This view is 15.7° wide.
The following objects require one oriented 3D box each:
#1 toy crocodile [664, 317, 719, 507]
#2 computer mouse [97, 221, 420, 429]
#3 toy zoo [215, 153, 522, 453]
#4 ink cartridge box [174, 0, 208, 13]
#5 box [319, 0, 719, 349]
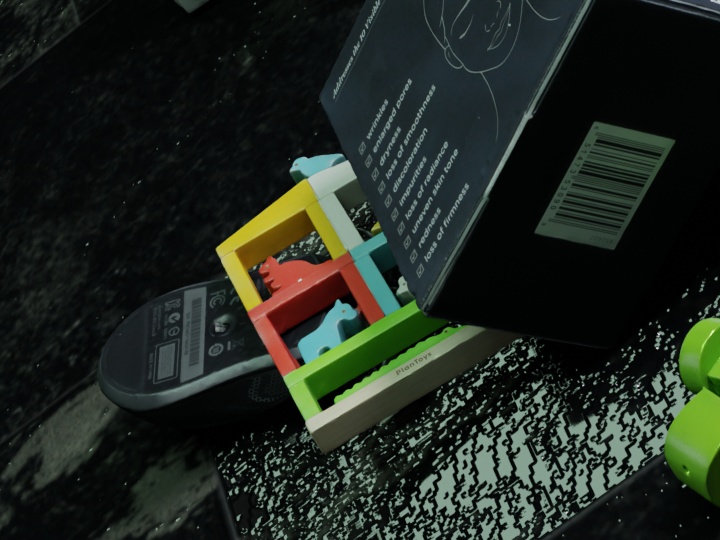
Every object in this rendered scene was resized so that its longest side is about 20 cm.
[{"bbox_3d":[0.211,0.022,1.230,0.067,0.062,0.200,15,63,49],"label":"toy crocodile"},{"bbox_3d":[-0.050,0.046,1.458,0.199,0.053,0.139,-13,45,19],"label":"computer mouse"},{"bbox_3d":[0.000,0.000,1.418,0.131,0.020,0.200,-31,41,0],"label":"toy zoo"},{"bbox_3d":[-0.067,-0.286,1.740,0.200,0.083,0.146,-31,40,18],"label":"ink cartridge box"},{"bbox_3d":[0.091,-0.102,1.331,0.200,0.124,0.197,-63,33,28],"label":"box"}]
